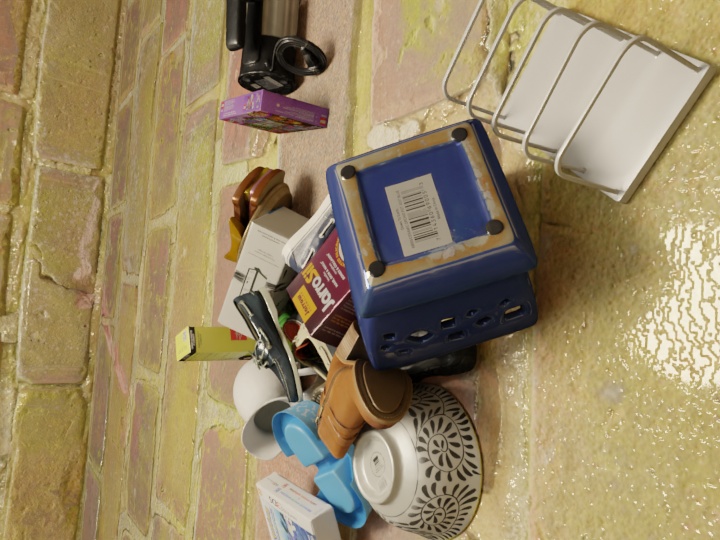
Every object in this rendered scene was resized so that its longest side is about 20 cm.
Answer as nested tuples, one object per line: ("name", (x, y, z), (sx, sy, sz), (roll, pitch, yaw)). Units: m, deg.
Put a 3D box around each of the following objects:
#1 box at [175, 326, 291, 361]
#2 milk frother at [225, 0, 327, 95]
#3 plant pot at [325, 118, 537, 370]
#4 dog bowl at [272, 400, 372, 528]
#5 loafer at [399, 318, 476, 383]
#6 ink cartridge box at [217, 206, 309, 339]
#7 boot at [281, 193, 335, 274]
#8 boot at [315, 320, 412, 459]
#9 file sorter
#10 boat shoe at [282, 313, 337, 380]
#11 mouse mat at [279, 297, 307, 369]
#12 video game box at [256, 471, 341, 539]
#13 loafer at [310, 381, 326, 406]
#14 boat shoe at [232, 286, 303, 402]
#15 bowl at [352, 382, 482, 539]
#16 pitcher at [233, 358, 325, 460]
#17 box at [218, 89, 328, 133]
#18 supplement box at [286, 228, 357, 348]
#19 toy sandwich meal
("box", (-0.229, 0.134, 1.053), (0.075, 0.199, 0.050), (-33, 60, 49))
("milk frother", (-0.148, -0.465, 1.121), (0.199, 0.180, 0.189), (2, 86, 12))
("plant pot", (0.072, -0.030, 0.610), (0.180, 0.199, 0.201), (64, -169, -65))
("dog bowl", (-0.048, 0.278, 0.843), (0.200, 0.050, 0.111), (52, 139, 4))
("loafer", (0.072, 0.108, 0.760), (0.200, 0.068, 0.071), (-24, 54, 48))
("ink cartridge box", (-0.163, 0.002, 1.026), (0.146, 0.084, 0.201), (-54, -12, -68))
("boot", (-0.028, -0.064, 0.902), (0.090, 0.073, 0.200), (41, 93, 21))
("boot", (-0.010, 0.171, 0.708), (0.156, 0.076, 0.200), (-67, 23, 18))
("file sorter", (0.198, -0.184, 0.571), (0.200, 0.124, 0.139), (53, 127, 44))
("boat shoe", (-0.072, 0.119, 0.890), (0.200, 0.062, 0.072), (24, 129, 49))
("mouse mat", (-0.126, 0.112, 1.089), (0.200, 0.007, 0.162), (-26, 64, 52))
("video game box", (-0.084, 0.436, 0.893), (0.182, 0.047, 0.201), (-1, 105, 57))
("loafer", (-0.046, 0.239, 0.905), (0.076, 0.067, 0.201), (39, 136, 19))
("boat shoe", (-0.144, 0.119, 0.898), (0.075, 0.062, 0.201), (114, 135, -63))
("bowl", (0.051, 0.248, 0.741), (0.200, 0.094, 0.202), (-12, 75, 55))
("pitcher", (-0.137, 0.207, 0.991), (0.171, 0.121, 0.200), (-39, 19, -3))
("box", (-0.170, -0.299, 1.100), (0.200, 0.136, 0.039), (14, 96, 55))
("supplement box", (0.000, 0.000, 0.808), (0.200, 0.085, 0.110), (-49, 44, 14))
("toy sandwich meal", (-0.197, -0.094, 1.080), (0.206, 0.070, 0.205), (-62, -5, -10))
